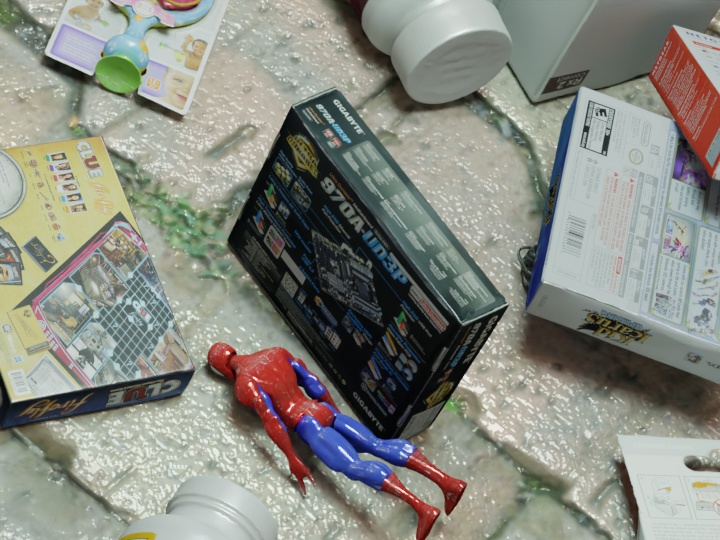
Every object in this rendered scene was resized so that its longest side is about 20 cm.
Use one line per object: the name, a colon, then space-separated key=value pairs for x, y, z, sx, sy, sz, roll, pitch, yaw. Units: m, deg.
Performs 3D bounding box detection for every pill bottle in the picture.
pill bottle: x=-0.124 y=0.222 z=1.422 sx=0.104 sy=0.104 sz=0.200 roll=30 pitch=51 yaw=1
pill bottle: x=0.039 y=-0.237 z=1.816 sx=0.109 sy=0.110 sz=0.201 roll=-9 pitch=60 yaw=-27

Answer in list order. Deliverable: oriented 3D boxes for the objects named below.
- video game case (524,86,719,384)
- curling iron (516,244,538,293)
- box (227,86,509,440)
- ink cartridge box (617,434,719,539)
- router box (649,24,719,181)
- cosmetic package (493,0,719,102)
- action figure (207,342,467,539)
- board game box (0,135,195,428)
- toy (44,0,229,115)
video game case: x=0.224 y=-0.024 z=1.715 sx=0.180 sy=0.046 sz=0.201 roll=19 pitch=51 yaw=-5
curling iron: x=0.213 y=0.013 z=1.743 sx=0.198 sy=0.026 sz=0.050 roll=10 pitch=56 yaw=-3
box: x=0.000 y=0.000 z=1.598 sx=0.046 sy=0.159 sz=0.200 roll=-25 pitch=67 yaw=-35
ink cartridge box: x=0.265 y=0.212 z=1.634 sx=0.161 sy=0.050 sz=0.201 roll=4 pitch=46 yaw=-19
router box: x=0.337 y=-0.104 z=1.763 sx=0.199 sy=0.049 sz=0.180 roll=15 pitch=25 yaw=-17
cosmetic package: x=0.183 y=-0.273 z=1.864 sx=0.164 sy=0.165 sz=0.201 roll=-17 pitch=64 yaw=-29
action figure: x=-0.025 y=0.110 z=1.580 sx=0.200 sy=0.052 sz=0.065 roll=37 pitch=45 yaw=13
board game box: x=-0.210 y=0.004 z=1.590 sx=0.135 sy=0.035 sz=0.201 roll=-9 pitch=60 yaw=-27
toy: x=-0.155 y=-0.218 z=1.764 sx=0.114 sy=0.047 sz=0.201 roll=23 pitch=51 yaw=-8
